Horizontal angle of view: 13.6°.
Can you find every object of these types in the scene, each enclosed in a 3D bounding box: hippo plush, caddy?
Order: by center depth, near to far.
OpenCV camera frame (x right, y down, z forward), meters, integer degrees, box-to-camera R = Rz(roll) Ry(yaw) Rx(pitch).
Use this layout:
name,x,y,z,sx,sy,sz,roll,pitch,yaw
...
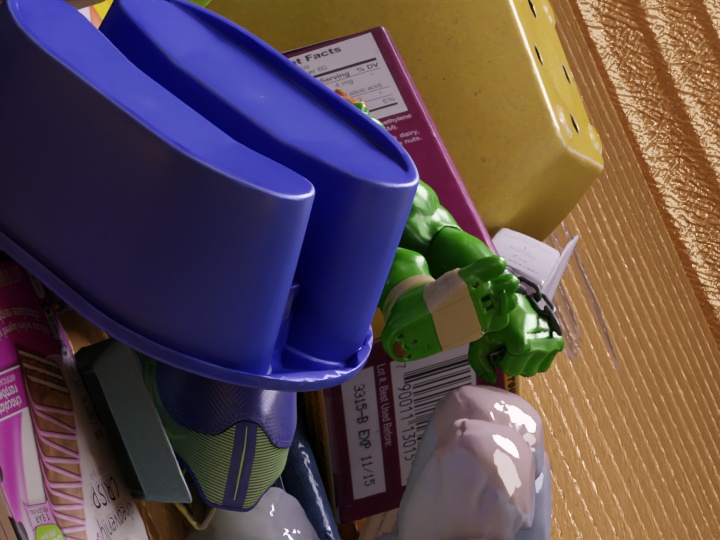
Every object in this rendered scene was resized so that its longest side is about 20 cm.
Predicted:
name,x,y,z,sx,sy,sz,roll,pitch,yaw
caddy,-0.074,-0.027,1.163,0.200,0.105,0.141,37,25,30
hippo plush,0.001,0.138,1.334,0.200,0.160,0.160,80,13,-50

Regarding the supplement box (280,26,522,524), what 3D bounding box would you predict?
name,x,y,z,sx,sy,sz,roll,pitch,yaw
supplement box,0.000,0.000,1.475,0.131,0.103,0.200,84,-13,-47

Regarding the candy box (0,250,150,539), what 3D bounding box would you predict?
name,x,y,z,sx,sy,sz,roll,pitch,yaw
candy box,-0.130,0.097,1.126,0.136,0.061,0.201,-29,97,-77

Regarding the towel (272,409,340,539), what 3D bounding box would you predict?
name,x,y,z,sx,sy,sz,roll,pitch,yaw
towel,-0.054,0.079,1.454,0.112,0.048,0.201,94,-22,-74

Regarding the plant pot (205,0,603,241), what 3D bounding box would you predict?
name,x,y,z,sx,sy,sz,roll,pitch,yaw
plant pot,0.022,-0.082,1.712,0.196,0.199,0.194,70,13,11

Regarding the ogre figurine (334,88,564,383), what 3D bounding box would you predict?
name,x,y,z,sx,sy,sz,roll,pitch,yaw
ogre figurine,-0.014,-0.013,1.322,0.120,0.199,0.098,-121,-147,-47

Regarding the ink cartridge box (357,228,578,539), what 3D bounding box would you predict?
name,x,y,z,sx,sy,sz,roll,pitch,yaw
ink cartridge box,0.058,0.073,1.676,0.043,0.201,0.174,23,13,5

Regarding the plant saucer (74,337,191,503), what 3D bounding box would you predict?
name,x,y,z,sx,sy,sz,roll,pitch,yaw
plant saucer,-0.100,0.064,1.237,0.200,0.019,0.070,163,-96,-81

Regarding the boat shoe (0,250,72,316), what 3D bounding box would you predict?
name,x,y,z,sx,sy,sz,roll,pitch,yaw
boat shoe,-0.107,-0.004,1.323,0.068,0.072,0.200,43,13,18

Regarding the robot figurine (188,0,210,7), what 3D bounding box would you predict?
name,x,y,z,sx,sy,sz,roll,pitch,yaw
robot figurine,-0.113,-0.234,1.597,0.175,0.116,0.201,13,50,-36

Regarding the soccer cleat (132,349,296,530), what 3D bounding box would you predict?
name,x,y,z,sx,sy,sz,roll,pitch,yaw
soccer cleat,-0.074,0.066,1.274,0.200,0.064,0.084,172,-75,-75

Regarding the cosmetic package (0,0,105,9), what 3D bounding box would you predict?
name,x,y,z,sx,sy,sz,roll,pitch,yaw
cosmetic package,-0.144,-0.141,1.207,0.200,0.105,0.071,-27,87,-54

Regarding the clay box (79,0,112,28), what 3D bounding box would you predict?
name,x,y,z,sx,sy,sz,roll,pitch,yaw
clay box,-0.140,-0.090,1.380,0.200,0.047,0.115,24,46,-70
